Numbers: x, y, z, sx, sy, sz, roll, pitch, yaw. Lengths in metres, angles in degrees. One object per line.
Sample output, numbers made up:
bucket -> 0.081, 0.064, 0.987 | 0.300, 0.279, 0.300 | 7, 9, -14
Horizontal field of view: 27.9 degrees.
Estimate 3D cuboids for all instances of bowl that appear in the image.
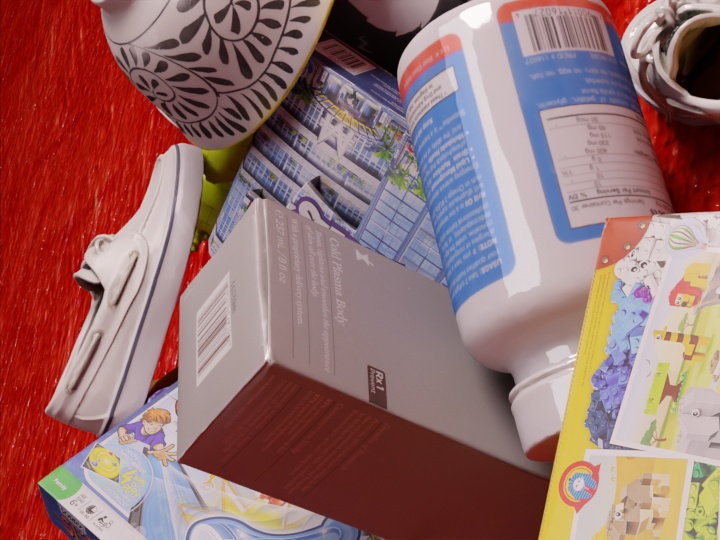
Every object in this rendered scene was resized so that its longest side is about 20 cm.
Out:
bowl -> -0.098, -0.179, 0.831 | 0.200, 0.093, 0.203 | -31, 52, 48

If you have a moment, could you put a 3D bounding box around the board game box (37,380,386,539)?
board game box -> -0.062, 0.136, 0.783 | 0.199, 0.035, 0.135 | 30, 53, 36

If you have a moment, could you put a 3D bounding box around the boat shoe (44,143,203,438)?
boat shoe -> -0.154, 0.007, 0.944 | 0.072, 0.065, 0.202 | 169, 118, -73

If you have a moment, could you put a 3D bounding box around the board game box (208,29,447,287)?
board game box -> 0.000, 0.000, 0.828 | 0.062, 0.199, 0.201 | -31, -29, -58

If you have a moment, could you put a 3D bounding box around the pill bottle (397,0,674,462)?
pill bottle -> 0.090, -0.019, 0.676 | 0.112, 0.111, 0.202 | -33, 62, 47

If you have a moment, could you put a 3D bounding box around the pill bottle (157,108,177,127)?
pill bottle -> -0.092, -0.208, 1.213 | 0.201, 0.111, 0.112 | -53, 29, 23

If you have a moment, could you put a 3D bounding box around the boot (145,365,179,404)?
boot -> -0.103, 0.079, 1.034 | 0.155, 0.077, 0.200 | -39, -4, 9

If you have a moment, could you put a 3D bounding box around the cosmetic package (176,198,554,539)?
cosmetic package -> 0.014, 0.062, 0.698 | 0.090, 0.198, 0.108 | -48, 34, 34

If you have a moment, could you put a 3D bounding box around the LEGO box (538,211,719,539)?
LEGO box -> 0.148, 0.084, 0.521 | 0.148, 0.077, 0.202 | -2, 65, 41

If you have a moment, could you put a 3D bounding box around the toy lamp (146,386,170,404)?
toy lamp -> -0.098, 0.147, 0.846 | 0.058, 0.058, 0.201 | -51, 35, 26

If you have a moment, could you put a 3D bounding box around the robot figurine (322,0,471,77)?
robot figurine -> 0.032, -0.168, 0.869 | 0.125, 0.198, 0.152 | -51, -43, -66

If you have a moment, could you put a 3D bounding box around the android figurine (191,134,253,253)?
android figurine -> -0.075, -0.102, 1.052 | 0.201, 0.041, 0.182 | -61, 0, 16

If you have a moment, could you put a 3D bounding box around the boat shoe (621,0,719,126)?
boat shoe -> 0.163, -0.103, 0.681 | 0.075, 0.086, 0.202 | -60, 27, 10
